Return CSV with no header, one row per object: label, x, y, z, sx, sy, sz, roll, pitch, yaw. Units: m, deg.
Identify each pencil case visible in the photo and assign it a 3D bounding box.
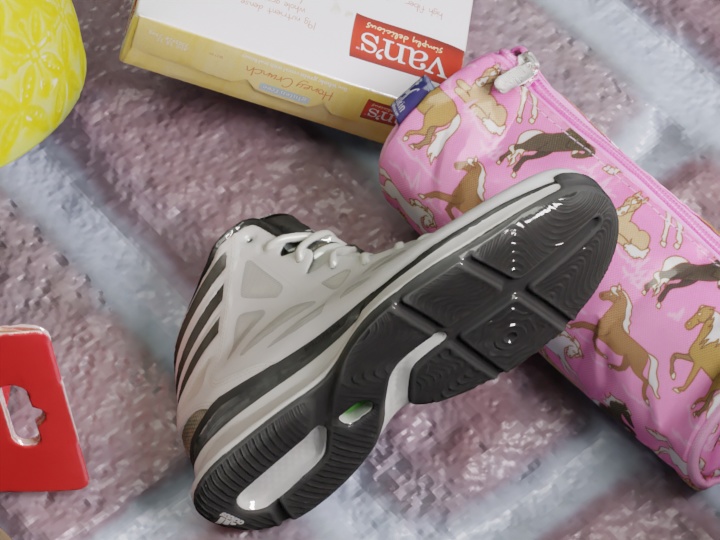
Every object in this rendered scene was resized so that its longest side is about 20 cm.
pencil case,0.095,-0.004,0.991,0.083,0.087,0.200,-38,61,-14

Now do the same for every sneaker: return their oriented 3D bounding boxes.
sneaker,0.000,0.000,0.970,0.200,0.076,0.116,-37,49,18

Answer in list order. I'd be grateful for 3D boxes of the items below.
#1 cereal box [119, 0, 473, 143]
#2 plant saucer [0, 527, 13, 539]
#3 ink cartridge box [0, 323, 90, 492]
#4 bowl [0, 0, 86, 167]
cereal box,-0.017,-0.156,1.109,0.143,0.040,0.201,16,55,-11
plant saucer,-0.207,0.166,0.938,0.199,0.030,0.201,-2,56,3
ink cartridge box,-0.207,0.029,0.979,0.199,0.116,0.067,1,53,5
bowl,-0.210,-0.117,0.987,0.199,0.108,0.200,-1,33,1
